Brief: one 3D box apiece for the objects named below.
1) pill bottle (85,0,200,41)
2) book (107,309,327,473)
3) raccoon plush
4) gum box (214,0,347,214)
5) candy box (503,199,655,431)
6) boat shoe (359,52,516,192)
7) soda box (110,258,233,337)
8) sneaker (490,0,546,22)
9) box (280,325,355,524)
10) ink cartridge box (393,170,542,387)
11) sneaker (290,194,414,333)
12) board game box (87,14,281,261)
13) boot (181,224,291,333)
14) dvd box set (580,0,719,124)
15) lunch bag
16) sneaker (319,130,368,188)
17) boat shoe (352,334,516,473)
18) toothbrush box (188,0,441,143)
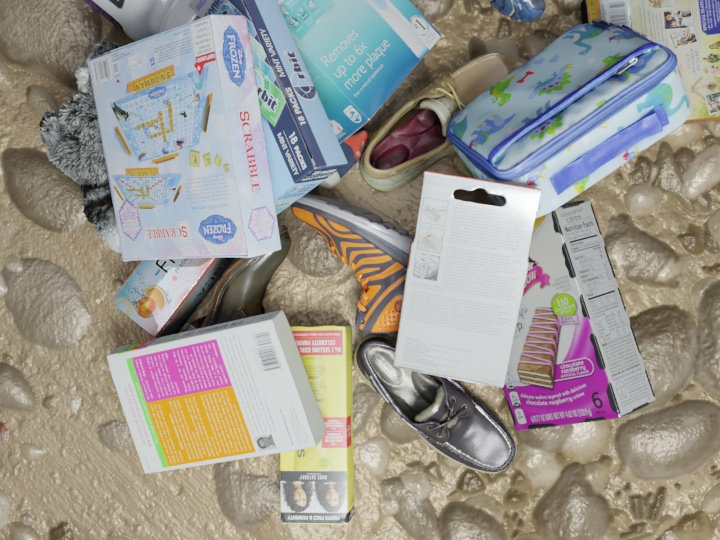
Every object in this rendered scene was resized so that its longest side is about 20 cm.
[{"bbox_3d":[-0.238,-0.313,0.882,0.200,0.111,0.112,40,91,6],"label":"pill bottle"},{"bbox_3d":[-0.147,0.123,0.827,0.199,0.048,0.134,-12,104,23],"label":"book"},{"bbox_3d":[-0.238,-0.136,0.854,0.134,0.097,0.200,-42,77,32],"label":"raccoon plush"},{"bbox_3d":[-0.118,-0.128,0.767,0.200,0.044,0.170,-30,80,44],"label":"gum box"},{"bbox_3d":[0.186,0.047,0.808,0.061,0.136,0.201,-12,83,-36],"label":"candy box"},{"bbox_3d":[0.084,-0.157,0.865,0.200,0.066,0.074,-42,84,1],"label":"boat shoe"},{"bbox_3d":[-0.171,-0.025,0.879,0.064,0.068,0.200,38,90,7],"label":"soda box"},{"bbox_3d":[0.147,-0.358,0.870,0.085,0.077,0.200,-30,85,-2],"label":"sneaker"},{"bbox_3d":[-0.045,0.158,0.865,0.075,0.050,0.201,0,86,7],"label":"box"},{"bbox_3d":[0.098,0.004,0.773,0.109,0.050,0.201,10,114,8],"label":"ink cartridge box"},{"bbox_3d":[0.000,0.000,0.859,0.200,0.078,0.112,28,102,18],"label":"sneaker"},{"bbox_3d":[-0.165,-0.110,0.755,0.200,0.041,0.200,0,101,43],"label":"board game box"},{"bbox_3d":[-0.108,0.051,0.856,0.097,0.075,0.200,42,113,5],"label":"boot"},{"bbox_3d":[0.338,-0.225,0.864,0.199,0.029,0.147,-6,86,4],"label":"dvd box set"},{"bbox_3d":[0.192,-0.143,0.777,0.200,0.161,0.083,-34,124,4],"label":"lunch bag"},{"bbox_3d":[-0.072,-0.184,0.883,0.084,0.075,0.200,-43,90,-5],"label":"sneaker"},{"bbox_3d":[0.074,0.139,0.848,0.200,0.065,0.072,41,90,6],"label":"boat shoe"},{"bbox_3d":[-0.042,-0.246,0.817,0.200,0.085,0.147,45,60,-11],"label":"toothbrush box"}]
